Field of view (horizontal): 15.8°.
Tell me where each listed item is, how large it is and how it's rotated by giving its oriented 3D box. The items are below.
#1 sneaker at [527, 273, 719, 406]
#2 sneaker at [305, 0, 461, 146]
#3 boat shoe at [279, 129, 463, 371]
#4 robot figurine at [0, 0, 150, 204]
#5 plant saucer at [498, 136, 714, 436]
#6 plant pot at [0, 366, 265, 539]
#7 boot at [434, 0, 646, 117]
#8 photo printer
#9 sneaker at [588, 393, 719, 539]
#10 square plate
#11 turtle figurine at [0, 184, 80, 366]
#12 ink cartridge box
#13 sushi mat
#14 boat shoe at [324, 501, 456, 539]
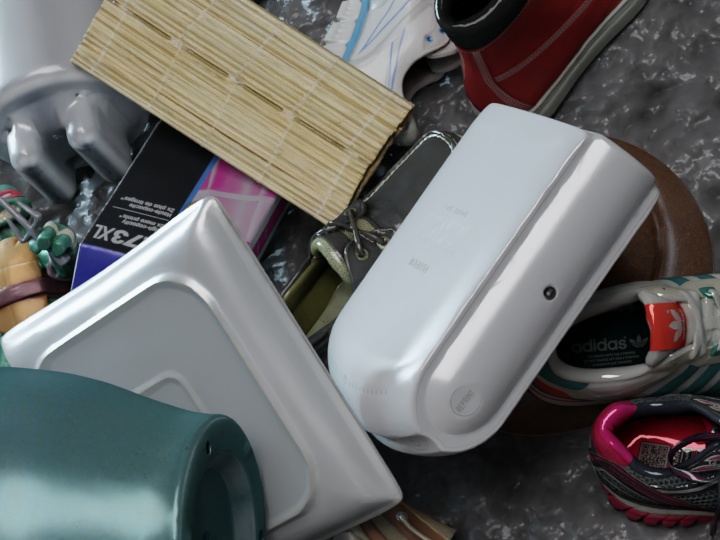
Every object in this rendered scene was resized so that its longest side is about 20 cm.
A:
[{"bbox_3d":[0.186,0.037,1.445,0.199,0.093,0.071,-8,85,1],"label":"sneaker"},{"bbox_3d":[0.032,-0.165,1.636,0.086,0.075,0.201,11,77,15],"label":"sneaker"},{"bbox_3d":[-0.001,0.000,1.532,0.201,0.066,0.072,-56,43,5],"label":"boat shoe"},{"bbox_3d":[-0.198,-0.145,1.666,0.169,0.113,0.201,-17,61,10],"label":"robot figurine"},{"bbox_3d":[0.110,-0.001,1.544,0.199,0.035,0.201,-7,63,14],"label":"plant saucer"},{"bbox_3d":[-0.157,0.144,1.399,0.187,0.200,0.201,-2,64,17],"label":"plant pot"},{"bbox_3d":[0.119,-0.197,1.573,0.072,0.144,0.200,24,70,29],"label":"boot"},{"bbox_3d":[0.063,0.008,1.435,0.200,0.069,0.166,-55,20,-2],"label":"photo printer"},{"bbox_3d":[0.224,0.108,1.430,0.199,0.075,0.081,-2,64,16],"label":"sneaker"},{"bbox_3d":[-0.098,0.085,1.461,0.200,0.028,0.199,-32,91,38],"label":"square plate"},{"bbox_3d":[-0.215,0.015,1.600,0.149,0.100,0.201,-28,73,32],"label":"turtle figurine"},{"bbox_3d":[-0.106,-0.024,1.565,0.094,0.037,0.200,15,44,10],"label":"ink cartridge box"},{"bbox_3d":[-0.072,-0.115,1.586,0.199,0.012,0.096,33,79,8],"label":"sushi mat"},{"bbox_3d":[0.021,0.171,1.475,0.071,0.076,0.200,-13,45,-27],"label":"boat shoe"}]
